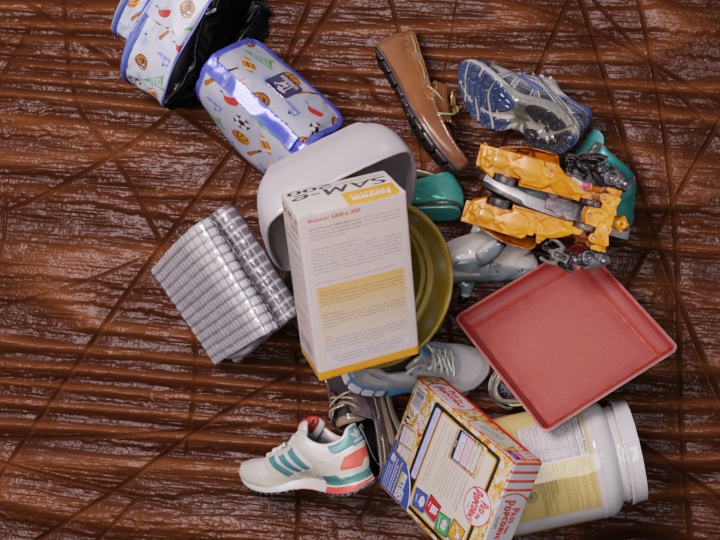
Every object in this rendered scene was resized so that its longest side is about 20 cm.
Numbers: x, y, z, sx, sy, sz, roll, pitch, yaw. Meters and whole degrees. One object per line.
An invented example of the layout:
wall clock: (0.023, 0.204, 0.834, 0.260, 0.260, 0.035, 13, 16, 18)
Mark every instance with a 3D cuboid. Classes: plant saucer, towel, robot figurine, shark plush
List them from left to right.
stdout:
towel: (-0.165, 0.022, 1.470, 0.085, 0.200, 0.167, -34, 90, -28)
shark plush: (0.128, 0.010, 1.501, 0.198, 0.091, 0.084, -29, 117, -2)
robot figurine: (0.229, -0.082, 1.421, 0.197, 0.058, 0.147, 16, 97, 5)
plant saucer: (0.250, 0.085, 1.442, 0.198, 0.037, 0.200, -30, 54, -10)

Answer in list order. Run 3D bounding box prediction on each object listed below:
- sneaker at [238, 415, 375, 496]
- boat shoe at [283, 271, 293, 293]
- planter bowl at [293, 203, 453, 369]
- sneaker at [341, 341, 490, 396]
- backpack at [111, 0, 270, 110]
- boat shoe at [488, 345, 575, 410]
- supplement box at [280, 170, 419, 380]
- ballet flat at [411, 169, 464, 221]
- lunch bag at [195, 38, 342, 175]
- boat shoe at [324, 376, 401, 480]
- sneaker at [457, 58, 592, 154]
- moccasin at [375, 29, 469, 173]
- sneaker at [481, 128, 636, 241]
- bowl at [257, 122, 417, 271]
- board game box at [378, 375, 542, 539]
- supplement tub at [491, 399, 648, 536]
sneaker: (-0.072, 0.228, 1.478, 0.197, 0.070, 0.095, -4, 99, 34)
boat shoe: (0.000, 0.000, 1.508, 0.197, 0.074, 0.077, -14, 100, 22)
planter bowl: (0.005, 0.009, 1.403, 0.197, 0.083, 0.204, -4, 102, -18)
sneaker: (0.079, 0.118, 1.462, 0.197, 0.087, 0.076, -1, 68, -21)
backpack: (-0.229, -0.306, 1.488, 0.152, 0.200, 0.193, 27, 97, 10)
boat shoe: (0.256, 0.121, 1.485, 0.199, 0.060, 0.073, -24, 86, 4)
supplement box: (-0.010, 0.005, 1.296, 0.124, 0.074, 0.203, -13, 117, -15)
ballet flat: (0.036, -0.094, 1.519, 0.196, 0.068, 0.071, -5, 63, 5)
lunch bag: (-0.110, -0.191, 1.461, 0.170, 0.200, 0.124, 42, 92, 6)
boat shoe: (-0.001, 0.173, 1.490, 0.074, 0.073, 0.202, -32, 85, 31)
sneaker: (0.209, -0.215, 1.492, 0.085, 0.078, 0.199, -29, 53, -35)
moccasin: (0.091, -0.218, 1.506, 0.077, 0.074, 0.203, -25, 69, -2)
sneaker: (0.262, -0.124, 1.480, 0.197, 0.084, 0.123, 18, 94, -2)
bowl: (-0.036, -0.095, 1.387, 0.198, 0.200, 0.075, -28, 73, -7)
board game box: (0.112, 0.239, 1.382, 0.046, 0.200, 0.154, 7, 110, -36)
supplement tub: (0.241, 0.240, 1.440, 0.197, 0.145, 0.148, -12, 87, 4)
